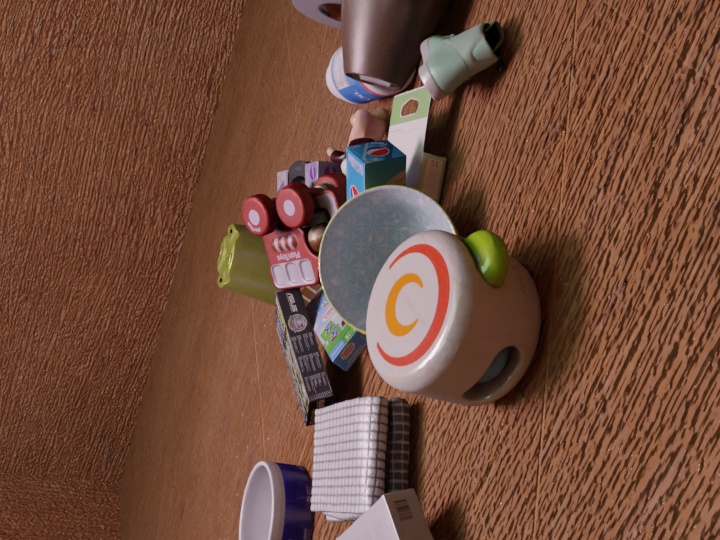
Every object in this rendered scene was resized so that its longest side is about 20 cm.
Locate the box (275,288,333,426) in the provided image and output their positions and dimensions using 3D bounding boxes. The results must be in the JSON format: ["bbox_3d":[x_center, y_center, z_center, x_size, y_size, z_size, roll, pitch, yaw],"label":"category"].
[{"bbox_3d":[-0.100,0.150,1.336,0.160,0.044,0.201,103,150,-63],"label":"box"}]

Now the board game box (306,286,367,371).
[{"bbox_3d":[-0.015,0.053,1.261,0.152,0.037,0.200,-53,25,6],"label":"board game box"}]

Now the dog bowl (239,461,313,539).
[{"bbox_3d":[-0.156,0.453,1.416,0.200,0.078,0.201,-168,90,-68],"label":"dog bowl"}]

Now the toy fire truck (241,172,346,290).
[{"bbox_3d":[-0.086,-0.056,1.236,0.199,0.112,0.169,-8,102,43],"label":"toy fire truck"}]

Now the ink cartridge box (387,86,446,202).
[{"bbox_3d":[0.080,-0.170,1.183,0.145,0.048,0.201,-169,90,-69],"label":"ink cartridge box"}]

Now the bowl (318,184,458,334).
[{"bbox_3d":[0.052,-0.009,1.063,0.108,0.199,0.201,10,-88,-70],"label":"bowl"}]

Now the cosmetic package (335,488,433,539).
[{"bbox_3d":[0.048,0.386,0.925,0.151,0.051,0.201,-53,48,43],"label":"cosmetic package"}]

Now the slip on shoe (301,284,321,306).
[{"bbox_3d":[-0.058,0.074,1.398,0.076,0.061,0.200,-56,42,0],"label":"slip on shoe"}]

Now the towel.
[{"bbox_3d":[0.003,0.274,1.114,0.200,0.085,0.166,-33,51,59],"label":"towel"}]

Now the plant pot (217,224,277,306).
[{"bbox_3d":[-0.189,-0.013,1.588,0.200,0.183,0.201,-168,90,-68],"label":"plant pot"}]

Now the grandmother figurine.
[{"bbox_3d":[0.001,-0.205,1.286,0.121,0.061,0.200,-17,31,17],"label":"grandmother figurine"}]

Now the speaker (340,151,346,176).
[{"bbox_3d":[-0.038,-0.138,1.413,0.200,0.088,0.089,135,141,-54],"label":"speaker"}]

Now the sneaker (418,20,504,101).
[{"bbox_3d":[0.148,-0.304,1.086,0.118,0.074,0.201,-27,22,20],"label":"sneaker"}]

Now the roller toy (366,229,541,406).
[{"bbox_3d":[0.106,0.057,0.885,0.200,0.139,0.183,-6,70,57],"label":"roller toy"}]

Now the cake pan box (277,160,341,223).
[{"bbox_3d":[-0.093,-0.092,1.375,0.184,0.052,0.201,2,92,60],"label":"cake pan box"}]

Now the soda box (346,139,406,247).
[{"bbox_3d":[0.022,-0.083,1.134,0.064,0.068,0.201,-131,33,-49],"label":"soda box"}]

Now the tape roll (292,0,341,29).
[{"bbox_3d":[-0.018,-0.484,1.377,0.200,0.199,0.067,-166,89,-68],"label":"tape roll"}]

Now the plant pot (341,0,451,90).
[{"bbox_3d":[0.045,-0.387,1.188,0.187,0.186,0.201,-150,73,-67],"label":"plant pot"}]

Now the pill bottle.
[{"bbox_3d":[0.010,-0.352,1.365,0.200,0.112,0.113,-166,88,-69],"label":"pill bottle"}]
